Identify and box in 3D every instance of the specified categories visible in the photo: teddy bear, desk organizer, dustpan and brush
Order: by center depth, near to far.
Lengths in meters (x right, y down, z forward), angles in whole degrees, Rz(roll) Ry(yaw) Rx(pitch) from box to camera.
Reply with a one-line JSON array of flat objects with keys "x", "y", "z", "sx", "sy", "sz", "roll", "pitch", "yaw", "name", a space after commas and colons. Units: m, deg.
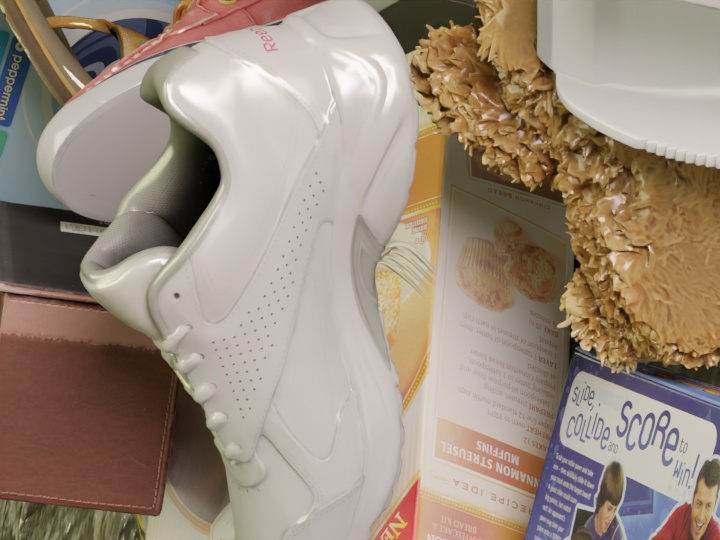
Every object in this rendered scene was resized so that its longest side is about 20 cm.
[{"x": 0.121, "y": -0.071, "z": 0.567, "sx": 0.057, "sy": 0.200, "sz": 0.140, "roll": -48, "pitch": -36, "yaw": -44, "name": "dustpan and brush"}, {"x": 0.079, "y": -0.072, "z": 0.690, "sx": 0.145, "sy": 0.200, "sz": 0.067, "roll": -41, "pitch": -9, "yaw": 18, "name": "teddy bear"}, {"x": -0.111, "y": 0.029, "z": 0.908, "sx": 0.200, "sy": 0.072, "sz": 0.077, "roll": -133, "pitch": 51, "yaw": -76, "name": "desk organizer"}]

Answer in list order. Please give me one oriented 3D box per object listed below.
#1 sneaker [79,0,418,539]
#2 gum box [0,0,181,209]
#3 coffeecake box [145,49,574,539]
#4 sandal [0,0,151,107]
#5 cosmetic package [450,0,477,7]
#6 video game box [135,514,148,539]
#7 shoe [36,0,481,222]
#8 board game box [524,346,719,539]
[{"x": -0.041, "y": 0.013, "z": 0.740, "sx": 0.078, "sy": 0.099, "sz": 0.200, "roll": -144, "pitch": 50, "yaw": -59, "name": "sneaker"}, {"x": -0.120, "y": -0.065, "z": 1.146, "sx": 0.045, "sy": 0.200, "sz": 0.170, "roll": -106, "pitch": 35, "yaw": -58, "name": "gum box"}, {"x": -0.001, "y": 0.037, "z": 0.862, "sx": 0.153, "sy": 0.073, "sz": 0.200, "roll": -21, "pitch": 56, "yaw": 44, "name": "coffeecake box"}, {"x": -0.095, "y": -0.067, "z": 1.041, "sx": 0.054, "sy": 0.200, "sz": 0.080, "roll": -39, "pitch": -16, "yaw": -5, "name": "sandal"}, {"x": 0.071, "y": -0.203, "z": 0.808, "sx": 0.199, "sy": 0.123, "sz": 0.200, "roll": -117, "pitch": 45, "yaw": -62, "name": "cosmetic package"}, {"x": -0.079, "y": 0.098, "z": 1.043, "sx": 0.200, "sy": 0.047, "sz": 0.182, "roll": -115, "pitch": 11, "yaw": -63, "name": "video game box"}, {"x": -0.055, "y": -0.089, "z": 0.978, "sx": 0.091, "sy": 0.200, "sz": 0.071, "roll": 45, "pitch": 151, "yaw": 44, "name": "shoe"}, {"x": 0.095, "y": 0.103, "z": 0.660, "sx": 0.200, "sy": 0.034, "sz": 0.135, "roll": -157, "pitch": 81, "yaw": -71, "name": "board game box"}]
